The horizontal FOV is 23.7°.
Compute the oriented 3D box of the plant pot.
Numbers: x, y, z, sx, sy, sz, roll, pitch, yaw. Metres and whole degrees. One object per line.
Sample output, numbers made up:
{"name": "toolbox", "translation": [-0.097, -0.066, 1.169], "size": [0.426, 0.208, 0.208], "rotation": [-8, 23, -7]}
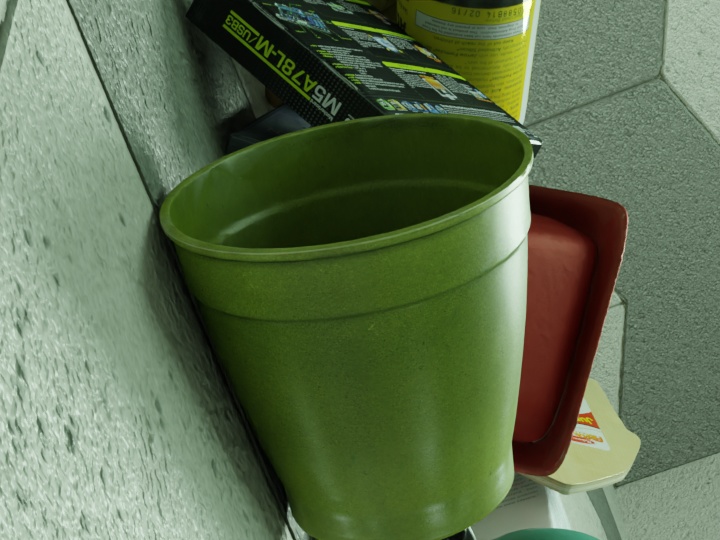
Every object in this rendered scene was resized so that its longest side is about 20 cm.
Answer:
{"name": "plant pot", "translation": [0.008, 0.039, 0.935], "size": [0.201, 0.199, 0.194], "rotation": [-87, 167, -68]}

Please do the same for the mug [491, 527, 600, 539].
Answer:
{"name": "mug", "translation": [0.133, 0.267, 1.246], "size": [0.186, 0.151, 0.115], "rotation": [79, 3, -48]}

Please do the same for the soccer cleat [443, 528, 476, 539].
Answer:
{"name": "soccer cleat", "translation": [0.020, 0.128, 1.188], "size": [0.201, 0.068, 0.073], "rotation": [66, -10, -21]}

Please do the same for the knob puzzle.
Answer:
{"name": "knob puzzle", "translation": [0.142, 0.135, 1.441], "size": [0.220, 0.218, 0.031], "rotation": [-88, -163, -67]}

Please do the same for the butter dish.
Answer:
{"name": "butter dish", "translation": [0.063, 0.024, 1.207], "size": [0.147, 0.199, 0.201], "rotation": [16, 89, -39]}

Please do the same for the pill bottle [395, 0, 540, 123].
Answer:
{"name": "pill bottle", "translation": [0.079, -0.161, 1.339], "size": [0.112, 0.110, 0.201], "rotation": [-97, -171, -55]}

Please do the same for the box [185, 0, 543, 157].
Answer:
{"name": "box", "translation": [0.007, -0.131, 1.191], "size": [0.193, 0.048, 0.199], "rotation": [39, 21, 25]}

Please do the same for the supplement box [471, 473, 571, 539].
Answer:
{"name": "supplement box", "translation": [0.123, 0.237, 1.412], "size": [0.200, 0.101, 0.104], "rotation": [-90, 158, -65]}

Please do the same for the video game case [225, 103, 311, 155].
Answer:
{"name": "video game case", "translation": [-0.007, -0.080, 1.217], "size": [0.200, 0.142, 0.019], "rotation": [-54, 162, -77]}

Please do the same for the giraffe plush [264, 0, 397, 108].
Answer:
{"name": "giraffe plush", "translation": [-0.028, -0.222, 1.404], "size": [0.162, 0.201, 0.172], "rotation": [35, 3, 36]}
